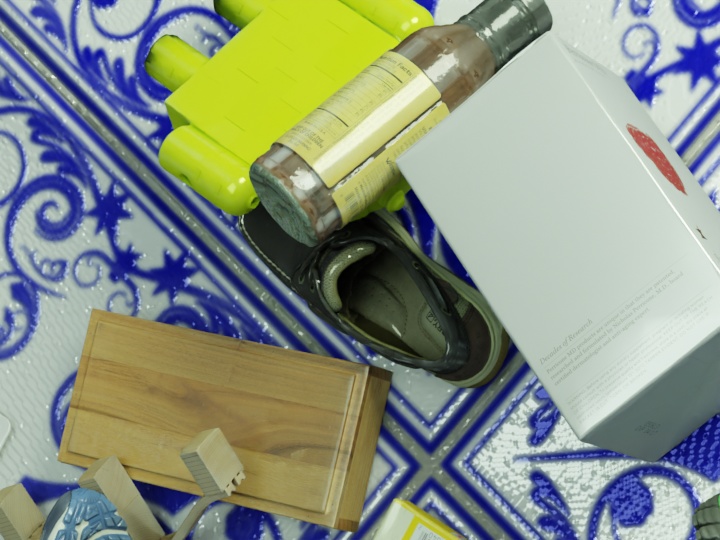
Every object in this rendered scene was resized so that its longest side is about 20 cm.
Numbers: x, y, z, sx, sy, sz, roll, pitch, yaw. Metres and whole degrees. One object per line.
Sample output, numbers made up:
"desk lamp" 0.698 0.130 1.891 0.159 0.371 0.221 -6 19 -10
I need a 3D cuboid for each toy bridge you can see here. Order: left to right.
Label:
"toy bridge" -0.146 0.147 1.666 0.200 0.027 0.067 -18 111 39

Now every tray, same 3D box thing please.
"tray" -0.085 0.090 1.664 0.199 0.037 0.099 11 86 27

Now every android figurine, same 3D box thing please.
"android figurine" -0.032 -0.102 1.639 0.182 0.041 0.200 -42 59 -18

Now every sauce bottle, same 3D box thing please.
"sauce bottle" 0.027 -0.095 1.567 0.200 0.065 0.065 -38 63 -18

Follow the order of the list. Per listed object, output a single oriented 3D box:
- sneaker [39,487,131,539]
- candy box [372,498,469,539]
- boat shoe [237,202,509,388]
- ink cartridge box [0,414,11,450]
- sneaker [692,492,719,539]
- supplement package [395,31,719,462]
"sneaker" -0.197 0.222 1.659 0.085 0.077 0.201 24 108 41
"candy box" 0.076 0.223 1.564 0.200 0.026 0.102 31 98 28
"boat shoe" 0.000 0.000 1.621 0.200 0.065 0.073 31 96 29
"ink cartridge box" -0.336 0.098 1.769 0.200 0.068 0.115 29 94 27
"sneaker" 0.259 0.186 1.451 0.085 0.078 0.200 -38 66 15
"supplement package" 0.135 -0.012 1.524 0.120 0.121 0.200 -40 67 15
